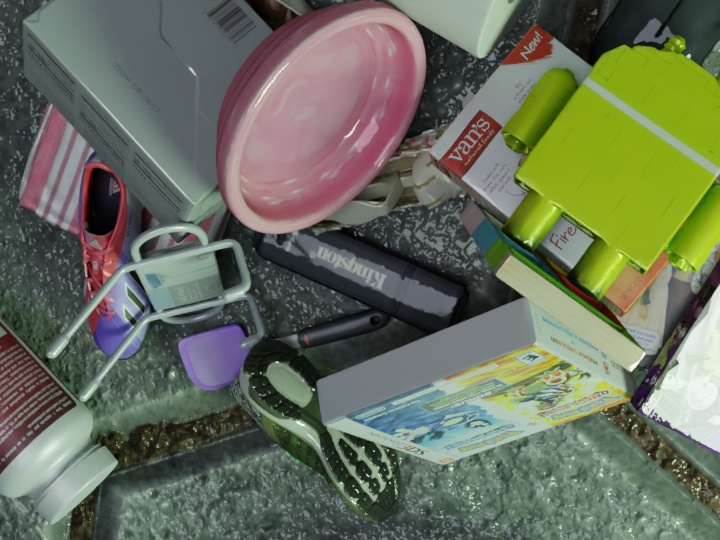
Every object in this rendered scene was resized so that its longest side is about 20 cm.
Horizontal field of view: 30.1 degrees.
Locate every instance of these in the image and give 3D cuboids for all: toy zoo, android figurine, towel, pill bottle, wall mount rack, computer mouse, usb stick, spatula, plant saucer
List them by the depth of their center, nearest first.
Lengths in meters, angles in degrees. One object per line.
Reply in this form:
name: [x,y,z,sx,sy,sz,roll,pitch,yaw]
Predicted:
android figurine: [0.199,-0.083,0.998,0.182,0.041,0.200,35,87,10]
plant saucer: [-0.036,-0.123,1.030,0.051,0.200,0.201,42,111,28]
computer mouse: [0.245,-0.214,1.054,0.138,0.053,0.201,29,108,8]
toy zoo: [0.143,0.004,1.056,0.131,0.200,0.020,35,100,-13]
wall mount rack: [-0.175,0.039,1.141,0.173,0.200,0.075,-15,66,-4]
usb stick: [0.000,0.000,1.180,0.199,0.033,0.056,24,108,11]
spatula: [-0.068,0.066,1.218,0.199,0.021,0.057,-14,103,17]
towel: [-0.207,-0.086,1.227,0.199,0.030,0.147,27,108,6]
pill bottle: [-0.328,0.137,1.260,0.200,0.113,0.113,46,109,3]

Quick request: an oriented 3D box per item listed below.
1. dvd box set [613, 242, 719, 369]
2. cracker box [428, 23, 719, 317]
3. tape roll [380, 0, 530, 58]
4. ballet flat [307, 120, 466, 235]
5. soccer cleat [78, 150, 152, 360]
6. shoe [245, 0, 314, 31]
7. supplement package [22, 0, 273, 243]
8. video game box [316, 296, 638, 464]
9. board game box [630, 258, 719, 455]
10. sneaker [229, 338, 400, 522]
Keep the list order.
dvd box set: [0.281,-0.009,1.098,0.146,0.029,0.201,16,106,12]
cracker box: [0.171,-0.078,1.052,0.200,0.058,0.134,40,90,11]
tape roll: [0.082,-0.281,1.009,0.139,0.203,0.203,32,108,7]
ballet flat: [0.036,-0.072,1.132,0.199,0.064,0.076,-17,125,18]
soccer cleat: [-0.225,-0.012,1.193,0.068,0.073,0.201,6,104,11]
shoe: [-0.046,-0.180,1.143,0.070,0.053,0.200,-39,91,20]
supplement package: [-0.156,-0.157,1.115,0.156,0.111,0.200,-42,88,-21]
video game box: [0.096,0.096,1.084,0.200,0.182,0.047,-24,62,29]
board game box: [0.318,0.052,1.067,0.120,0.032,0.200,26,103,-15]
sneaker: [-0.043,0.150,1.217,0.200,0.077,0.089,49,146,-7]
